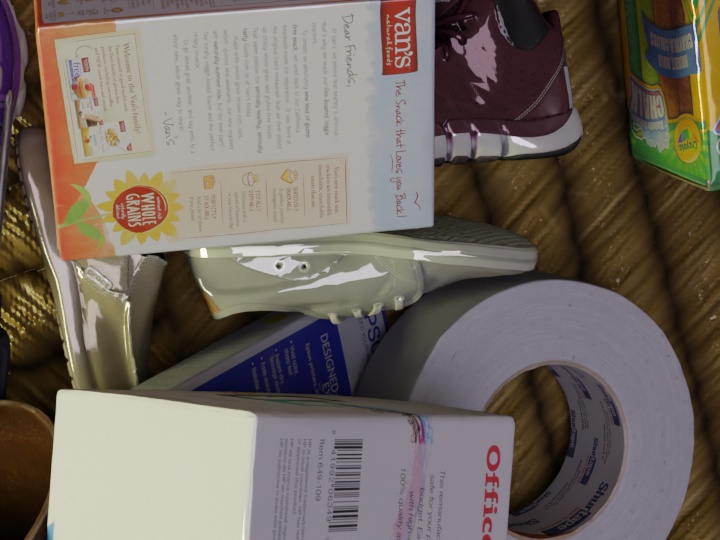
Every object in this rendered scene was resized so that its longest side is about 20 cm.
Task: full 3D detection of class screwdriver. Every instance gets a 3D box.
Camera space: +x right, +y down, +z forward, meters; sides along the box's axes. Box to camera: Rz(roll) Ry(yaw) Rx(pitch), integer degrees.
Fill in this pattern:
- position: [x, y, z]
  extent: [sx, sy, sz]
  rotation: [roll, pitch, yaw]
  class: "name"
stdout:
- position: [-0.203, -0.004, 1.119]
  extent: [0.028, 0.029, 0.201]
  rotation: [-9, 113, -39]
  class: "screwdriver"

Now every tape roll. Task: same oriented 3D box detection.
- position: [0.096, 0.101, 1.192]
  extent: [0.199, 0.066, 0.202]
  rotation: [-2, 96, -25]
  class: "tape roll"

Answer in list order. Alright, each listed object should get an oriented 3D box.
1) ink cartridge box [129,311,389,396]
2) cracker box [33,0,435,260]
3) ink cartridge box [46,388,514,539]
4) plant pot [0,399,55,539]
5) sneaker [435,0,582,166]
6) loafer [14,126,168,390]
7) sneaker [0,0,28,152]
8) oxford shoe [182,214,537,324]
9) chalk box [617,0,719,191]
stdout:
- position: [-0.047, 0.130, 1.169]
  extent: [0.200, 0.047, 0.199]
  rotation: [-28, 112, -46]
  class: "ink cartridge box"
- position: [-0.062, -0.083, 1.045]
  extent: [0.199, 0.058, 0.135]
  rotation: [-5, 122, -7]
  class: "cracker box"
- position: [-0.039, 0.139, 1.038]
  extent: [0.199, 0.145, 0.148]
  rotation: [6, 88, -48]
  class: "ink cartridge box"
- position: [-0.192, 0.208, 1.114]
  extent: [0.186, 0.187, 0.200]
  rotation: [-35, 122, -5]
  class: "plant pot"
- position: [0.029, -0.117, 1.153]
  extent: [0.199, 0.076, 0.116]
  rotation: [-6, 96, -22]
  class: "sneaker"
- position: [-0.137, 0.012, 1.127]
  extent: [0.068, 0.076, 0.201]
  rotation: [-16, 104, -5]
  class: "loafer"
- position: [-0.227, -0.064, 1.072]
  extent: [0.080, 0.083, 0.201]
  rotation: [14, 83, -8]
  class: "sneaker"
- position: [0.000, 0.000, 1.143]
  extent: [0.199, 0.075, 0.058]
  rotation: [-2, 101, -5]
  class: "oxford shoe"
- position: [0.226, -0.117, 1.169]
  extent: [0.123, 0.124, 0.201]
  rotation: [-9, 102, -13]
  class: "chalk box"
